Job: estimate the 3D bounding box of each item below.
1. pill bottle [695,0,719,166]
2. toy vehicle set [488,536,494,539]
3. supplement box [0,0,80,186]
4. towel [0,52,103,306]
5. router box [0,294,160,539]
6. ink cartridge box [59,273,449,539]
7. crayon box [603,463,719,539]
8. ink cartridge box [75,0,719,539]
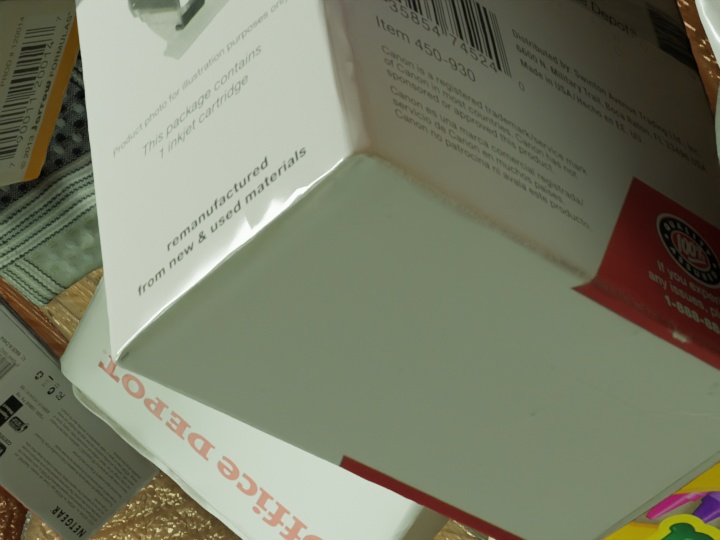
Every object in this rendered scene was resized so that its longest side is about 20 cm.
[{"bbox_3d":[0.142,-0.015,0.576,0.114,0.114,0.200,34,167,36],"label":"pill bottle"},{"bbox_3d":[0.157,0.095,0.845,0.200,0.027,0.124,3,-173,-24],"label":"toy vehicle set"},{"bbox_3d":[-0.188,-0.072,0.796,0.126,0.074,0.200,28,-160,21],"label":"supplement box"},{"bbox_3d":[-0.120,-0.083,1.090,0.193,0.200,0.035,48,-152,-28],"label":"towel"},{"bbox_3d":[-0.179,0.002,1.021,0.179,0.049,0.200,43,174,31],"label":"router box"},{"bbox_3d":[0.000,0.000,0.927,0.146,0.084,0.200,41,130,11],"label":"ink cartridge box"},{"bbox_3d":[0.163,0.079,0.684,0.200,0.172,0.058,30,143,46],"label":"crayon box"},{"bbox_3d":[0.010,-0.049,0.642,0.147,0.083,0.200,28,-144,-36],"label":"ink cartridge box"}]
